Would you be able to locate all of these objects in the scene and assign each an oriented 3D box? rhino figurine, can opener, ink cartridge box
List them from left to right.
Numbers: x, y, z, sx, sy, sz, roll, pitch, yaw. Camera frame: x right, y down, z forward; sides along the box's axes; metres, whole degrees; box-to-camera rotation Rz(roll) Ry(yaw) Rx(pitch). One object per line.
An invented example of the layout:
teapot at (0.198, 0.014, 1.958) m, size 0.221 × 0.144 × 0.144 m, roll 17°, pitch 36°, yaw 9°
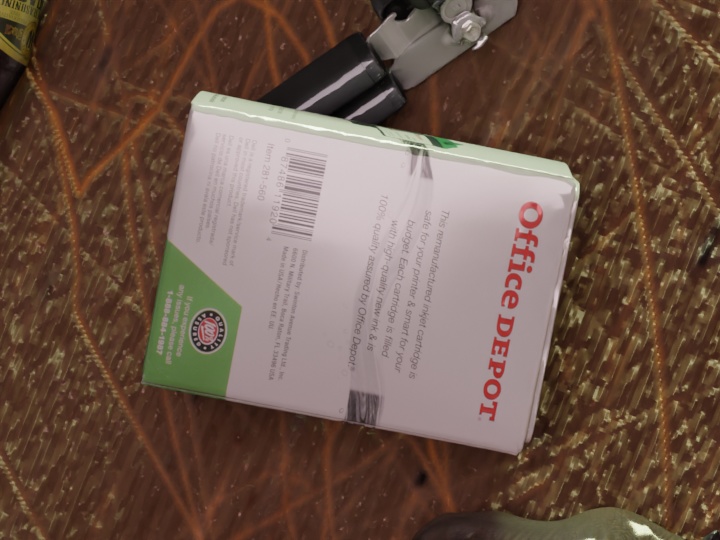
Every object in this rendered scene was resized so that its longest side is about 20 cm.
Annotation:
can opener at (-0.003, -0.106, 1.461) m, size 0.200 × 0.053 × 0.067 m, roll -38°, pitch 46°, yaw 3°
ink cartridge box at (0.000, 0.000, 1.401) m, size 0.199 × 0.084 × 0.147 m, roll 11°, pitch 98°, yaw -1°
rhino figurine at (0.114, 0.165, 1.408) m, size 0.199 × 0.060 × 0.088 m, roll -1°, pitch 74°, yaw 6°

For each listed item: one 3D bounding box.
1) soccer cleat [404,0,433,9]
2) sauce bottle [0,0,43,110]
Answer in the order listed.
soccer cleat at (-0.004, -0.223, 1.439) m, size 0.073 × 0.068 × 0.200 m, roll -35°, pitch 63°, yaw 4°
sauce bottle at (-0.204, -0.137, 1.483) m, size 0.066 × 0.066 × 0.201 m, roll 12°, pitch 90°, yaw 10°
